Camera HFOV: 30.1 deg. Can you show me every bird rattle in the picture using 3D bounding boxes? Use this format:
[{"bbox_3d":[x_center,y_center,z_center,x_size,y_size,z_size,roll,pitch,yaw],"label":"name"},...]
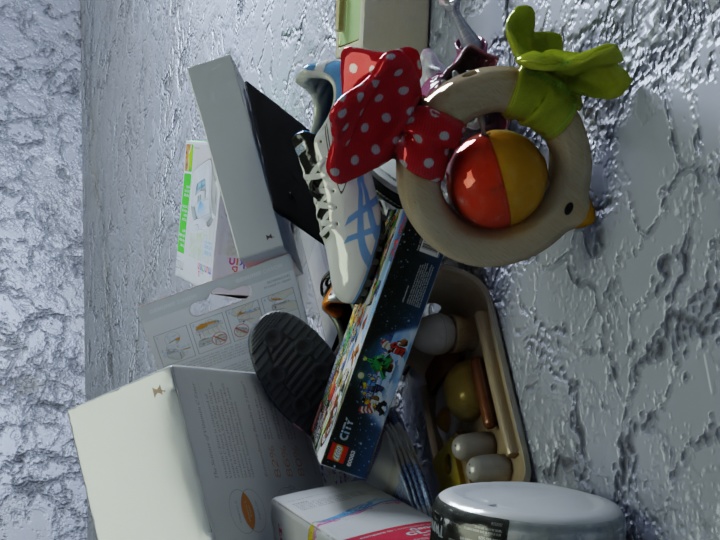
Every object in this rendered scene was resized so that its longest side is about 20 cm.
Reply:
[{"bbox_3d":[0.077,-0.078,0.852,0.113,0.199,0.164,-147,38,-68],"label":"bird rattle"}]

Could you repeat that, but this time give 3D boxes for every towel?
[{"bbox_3d":[0.033,0.227,1.046,0.147,0.024,0.201,111,146,-49],"label":"towel"}]

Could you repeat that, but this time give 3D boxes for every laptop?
[{"bbox_3d":[-0.071,-0.051,1.354,0.201,0.115,0.188,111,154,-42],"label":"laptop"}]

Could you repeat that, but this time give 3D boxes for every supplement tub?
[{"bbox_3d":[0.099,0.240,0.828,0.122,0.122,0.202,-170,82,-70],"label":"supplement tub"}]

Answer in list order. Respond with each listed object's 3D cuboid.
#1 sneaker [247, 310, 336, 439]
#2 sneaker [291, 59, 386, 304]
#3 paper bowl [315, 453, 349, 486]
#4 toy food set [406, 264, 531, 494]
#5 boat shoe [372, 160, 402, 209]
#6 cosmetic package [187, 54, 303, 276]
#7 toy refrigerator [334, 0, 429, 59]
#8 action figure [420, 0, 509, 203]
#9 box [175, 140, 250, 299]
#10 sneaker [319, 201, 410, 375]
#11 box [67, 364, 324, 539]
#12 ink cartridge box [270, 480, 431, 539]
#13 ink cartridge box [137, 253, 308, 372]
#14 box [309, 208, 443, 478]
[{"bbox_3d":[-0.034,0.112,1.160,0.200,0.070,0.082,53,173,-19],"label":"sneaker"},{"bbox_3d":[-0.021,-0.071,1.069,0.072,0.072,0.202,143,126,-67],"label":"sneaker"},{"bbox_3d":[-0.051,0.212,1.283,0.200,0.104,0.202,-177,90,-70],"label":"paper bowl"},{"bbox_3d":[0.063,0.116,1.037,0.144,0.060,0.201,120,147,-52],"label":"toy food set"},{"bbox_3d":[0.024,-0.095,1.166,0.200,0.075,0.061,-115,24,-56],"label":"boat shoe"},{"bbox_3d":[-0.114,-0.096,1.349,0.151,0.051,0.201,76,177,-78],"label":"cosmetic package"},{"bbox_3d":[0.020,-0.291,1.197,0.076,0.069,0.202,-173,86,-70],"label":"toy refrigerator"},{"bbox_3d":[0.078,-0.124,1.020,0.134,0.149,0.200,-47,13,12],"label":"action figure"},{"bbox_3d":[-0.152,-0.065,1.622,0.200,0.096,0.178,-161,77,-69],"label":"box"},{"bbox_3d":[0.000,0.000,1.204,0.074,0.079,0.201,115,152,-51],"label":"sneaker"},{"bbox_3d":[-0.124,0.169,1.097,0.106,0.200,0.153,-23,73,22],"label":"box"},{"bbox_3d":[0.008,0.245,0.966,0.200,0.085,0.149,-169,72,-70],"label":"ink cartridge box"},{"bbox_3d":[-0.128,0.083,1.338,0.050,0.161,0.201,-126,20,-58],"label":"ink cartridge box"},{"bbox_3d":[0.013,0.051,1.049,0.137,0.037,0.201,-159,89,-83],"label":"box"}]
